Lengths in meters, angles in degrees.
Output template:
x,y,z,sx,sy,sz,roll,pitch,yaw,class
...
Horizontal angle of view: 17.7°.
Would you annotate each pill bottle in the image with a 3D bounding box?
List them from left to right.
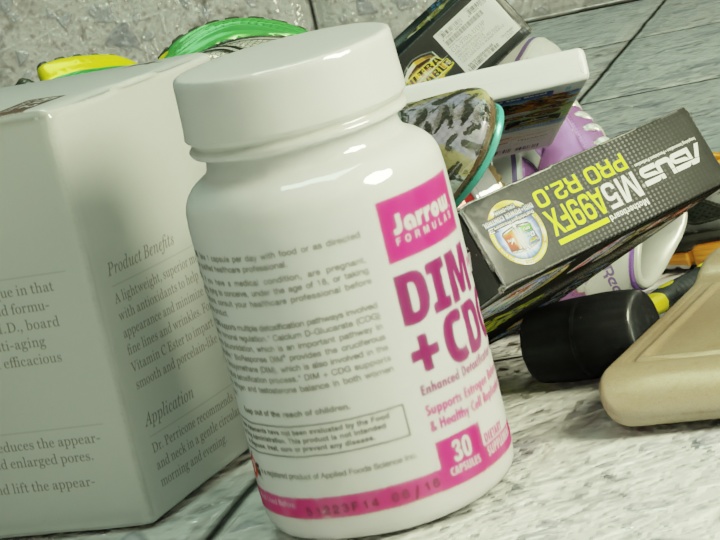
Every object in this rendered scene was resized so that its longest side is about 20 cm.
x,y,z,sx,sy,sz,roll,pitch,yaw,class
-0.010,0.003,0.987,0.113,0.200,0.113,-14,13,3,pill bottle

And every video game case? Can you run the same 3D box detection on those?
x,y,z,sx,sy,sz,roll,pitch,yaw,class
0.038,-0.073,1.193,0.143,0.018,0.200,-12,-6,-2,video game case

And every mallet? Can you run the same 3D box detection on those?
x,y,z,sx,sy,sz,roll,pitch,yaw,class
0.142,0.021,1.207,0.066,0.041,0.200,-13,4,23,mallet

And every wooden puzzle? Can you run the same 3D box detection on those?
x,y,z,sx,sy,sz,roll,pitch,yaw,class
0.225,0.025,1.076,0.185,0.037,0.200,-8,16,25,wooden puzzle

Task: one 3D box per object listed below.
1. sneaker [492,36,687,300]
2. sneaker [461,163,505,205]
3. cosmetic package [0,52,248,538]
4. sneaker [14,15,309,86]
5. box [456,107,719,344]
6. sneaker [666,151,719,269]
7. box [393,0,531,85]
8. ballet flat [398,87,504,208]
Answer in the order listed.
x,y,z,sx,sy,sz,roll,pitch,yaw,class
0.135,-0.059,1.315,0.114,0.073,0.201,-16,51,24,sneaker
0.000,0.000,1.285,0.112,0.071,0.200,-24,-10,-23,sneaker
-0.157,0.012,1.142,0.165,0.200,0.165,-8,10,25,cosmetic package
-0.097,-0.090,1.347,0.200,0.078,0.085,-17,32,-23,sneaker
0.062,0.004,1.126,0.160,0.044,0.200,-25,-9,-38,box
0.166,-0.038,1.369,0.200,0.077,0.078,-10,12,25,sneaker
0.026,-0.109,1.386,0.159,0.046,0.200,-43,6,6,box
-0.002,-0.033,1.093,0.072,0.072,0.200,-19,-15,-29,ballet flat
